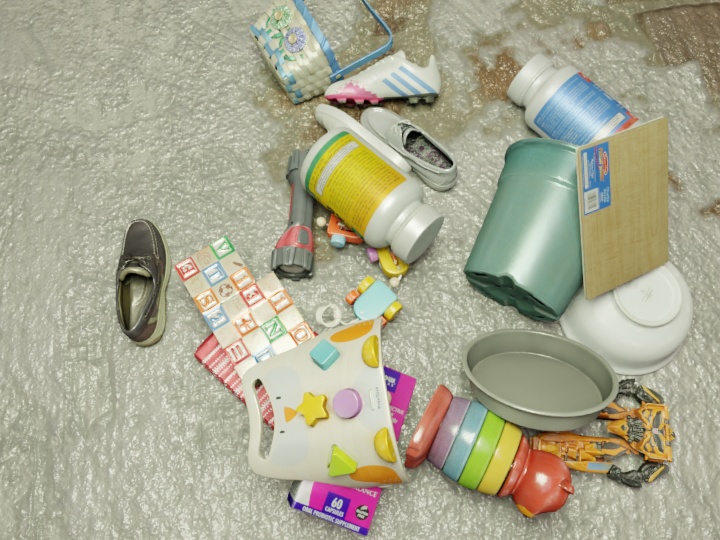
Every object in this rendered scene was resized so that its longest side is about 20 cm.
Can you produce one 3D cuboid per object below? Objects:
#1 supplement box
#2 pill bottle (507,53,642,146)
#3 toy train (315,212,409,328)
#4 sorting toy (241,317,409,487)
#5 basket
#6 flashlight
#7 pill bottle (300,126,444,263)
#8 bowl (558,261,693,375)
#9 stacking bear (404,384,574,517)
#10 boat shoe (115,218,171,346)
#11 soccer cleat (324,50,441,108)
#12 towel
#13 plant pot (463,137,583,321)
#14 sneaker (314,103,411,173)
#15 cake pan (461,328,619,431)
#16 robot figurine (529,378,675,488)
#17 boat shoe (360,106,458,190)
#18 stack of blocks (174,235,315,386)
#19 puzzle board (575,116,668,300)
[{"bbox_3d":[-0.012,0.222,0.733,0.100,0.103,0.202,22,71,-4],"label":"supplement box"},{"bbox_3d":[0.337,-0.252,0.894,0.112,0.112,0.200,-41,77,-13],"label":"pill bottle"},{"bbox_3d":[0.000,0.000,0.843,0.149,0.056,0.202,5,68,3],"label":"toy train"},{"bbox_3d":[-0.050,0.164,0.653,0.178,0.107,0.202,-11,76,8],"label":"sorting toy"},{"bbox_3d":[-0.066,-0.389,0.928,0.199,0.139,0.177,-33,74,-1],"label":"basket"},{"bbox_3d":[-0.099,-0.088,0.869,0.067,0.068,0.202,-2,66,9],"label":"flashlight"},{"bbox_3d":[0.018,-0.104,0.795,0.200,0.113,0.113,41,76,16],"label":"pill bottle"},{"bbox_3d":[0.395,0.043,0.806,0.199,0.090,0.203,0,71,-1],"label":"bowl"},{"bbox_3d":[0.169,0.240,0.713,0.199,0.122,0.114,25,67,15],"label":"stacking bear"},{"bbox_3d":[-0.329,0.009,0.832,0.071,0.065,0.202,-6,71,0],"label":"boat shoe"},{"bbox_3d":[0.037,-0.320,0.933,0.198,0.070,0.087,-5,100,-9],"label":"soccer cleat"},{"bbox_3d":[-0.127,0.132,0.813,0.200,0.023,0.145,40,74,11],"label":"towel"},{"bbox_3d":[0.254,-0.048,0.793,0.199,0.200,0.197,29,82,10],"label":"plant pot"},{"bbox_3d":[-0.017,-0.192,0.897,0.200,0.073,0.085,42,95,23],"label":"sneaker"},{"bbox_3d":[0.233,0.141,0.740,0.198,0.201,0.037,2,114,1],"label":"cake pan"},{"bbox_3d":[0.333,0.216,0.762,0.198,0.058,0.146,4,72,2],"label":"robot figurine"},{"bbox_3d":[0.077,-0.209,0.902,0.072,0.069,0.200,-38,73,-11],"label":"boat shoe"},{"bbox_3d":[-0.163,0.052,0.797,0.115,0.059,0.201,-32,75,-14],"label":"stack of blocks"},{"bbox_3d":[0.338,-0.079,0.717,0.150,0.017,0.202,-21,113,-19],"label":"puzzle board"}]
